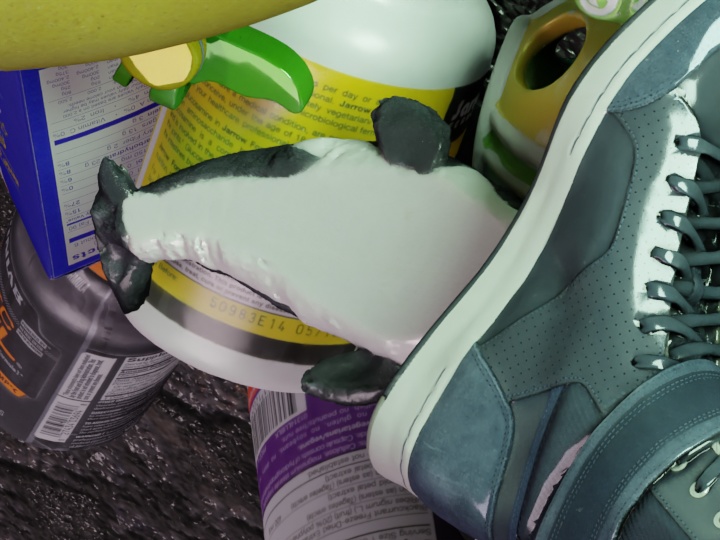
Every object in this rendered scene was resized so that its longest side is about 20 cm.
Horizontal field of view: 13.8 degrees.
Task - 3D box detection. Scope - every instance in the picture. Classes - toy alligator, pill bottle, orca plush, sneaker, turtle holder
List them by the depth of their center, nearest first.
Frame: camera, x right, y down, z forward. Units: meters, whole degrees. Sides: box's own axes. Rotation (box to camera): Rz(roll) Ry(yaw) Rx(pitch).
[{"bbox_3d":[0.107,0.017,0.900,0.146,0.202,0.077,39,-167,38],"label":"sneaker"},{"bbox_3d":[0.107,-0.041,1.033,0.132,0.141,0.186,16,178,12],"label":"turtle holder"},{"bbox_3d":[-0.103,-0.114,1.039,0.200,0.059,0.054,40,128,-10],"label":"toy alligator"},{"bbox_3d":[0.000,0.000,1.053,0.200,0.105,0.071,-9,168,33],"label":"orca plush"},{"bbox_3d":[-0.016,-0.063,1.125,0.112,0.112,0.200,29,118,15],"label":"pill bottle"},{"bbox_3d":[0.018,0.116,1.202,0.111,0.200,0.111,-6,148,-4],"label":"pill bottle"},{"bbox_3d":[-0.123,0.005,1.416,0.106,0.106,0.200,37,151,0],"label":"pill bottle"}]

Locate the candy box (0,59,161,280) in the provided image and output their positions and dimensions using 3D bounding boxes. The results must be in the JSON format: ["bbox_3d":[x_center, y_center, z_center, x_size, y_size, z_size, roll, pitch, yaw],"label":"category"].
[{"bbox_3d":[-0.130,-0.125,1.187,0.200,0.077,0.169,90,156,-54],"label":"candy box"}]

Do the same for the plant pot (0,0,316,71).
[{"bbox_3d":[-0.086,-0.143,0.926,0.200,0.142,0.200,52,176,5],"label":"plant pot"}]

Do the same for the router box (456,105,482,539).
[{"bbox_3d":[0.075,0.048,1.170,0.051,0.200,0.149,-19,126,19],"label":"router box"}]
